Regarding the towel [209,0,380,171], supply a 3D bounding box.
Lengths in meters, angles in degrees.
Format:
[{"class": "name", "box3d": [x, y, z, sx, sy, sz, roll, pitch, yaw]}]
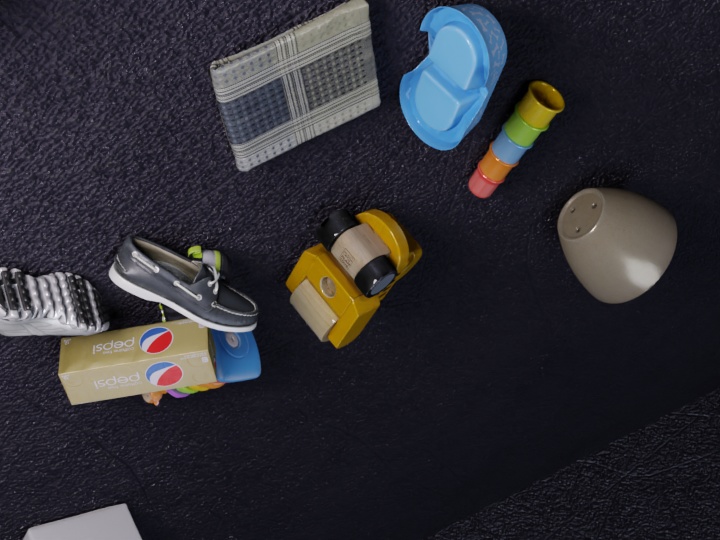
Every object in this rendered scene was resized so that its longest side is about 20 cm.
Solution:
[{"class": "towel", "box3d": [-0.071, -0.215, 1.311, 0.198, 0.035, 0.193, -26, 150, -9]}]

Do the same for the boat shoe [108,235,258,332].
[{"class": "boat shoe", "box3d": [-0.210, 0.017, 1.418, 0.198, 0.076, 0.061, 20, 116, -22]}]

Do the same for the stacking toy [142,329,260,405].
[{"class": "stacking toy", "box3d": [-0.253, 0.141, 1.655, 0.199, 0.117, 0.109, -31, 163, 30]}]

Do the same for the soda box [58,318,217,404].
[{"class": "soda box", "box3d": [-0.292, 0.118, 1.499, 0.198, 0.064, 0.068, -9, 136, -1]}]

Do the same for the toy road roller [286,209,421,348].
[{"class": "toy road roller", "box3d": [0.000, 0.000, 1.640, 0.145, 0.123, 0.200, -24, 157, -45]}]

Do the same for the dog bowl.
[{"class": "dog bowl", "box3d": [0.115, -0.239, 1.388, 0.049, 0.112, 0.201, -31, 157, -33]}]

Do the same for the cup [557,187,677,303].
[{"class": "cup", "box3d": [0.425, -0.064, 1.973, 0.143, 0.201, 0.200, 31, 116, -33]}]

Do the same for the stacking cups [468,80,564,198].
[{"class": "stacking cups", "box3d": [0.219, -0.188, 1.659, 0.060, 0.061, 0.200, -12, 152, -37]}]

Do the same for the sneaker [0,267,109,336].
[{"class": "sneaker", "box3d": [-0.386, 0.046, 1.364, 0.081, 0.076, 0.199, -29, 156, 26]}]

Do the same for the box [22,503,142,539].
[{"class": "box", "box3d": [-0.490, 0.545, 1.977, 0.199, 0.172, 0.200, -8, 145, -42]}]

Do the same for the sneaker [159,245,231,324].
[{"class": "sneaker", "box3d": [-0.244, 0.034, 1.519, 0.082, 0.072, 0.201, 16, 129, -27]}]
